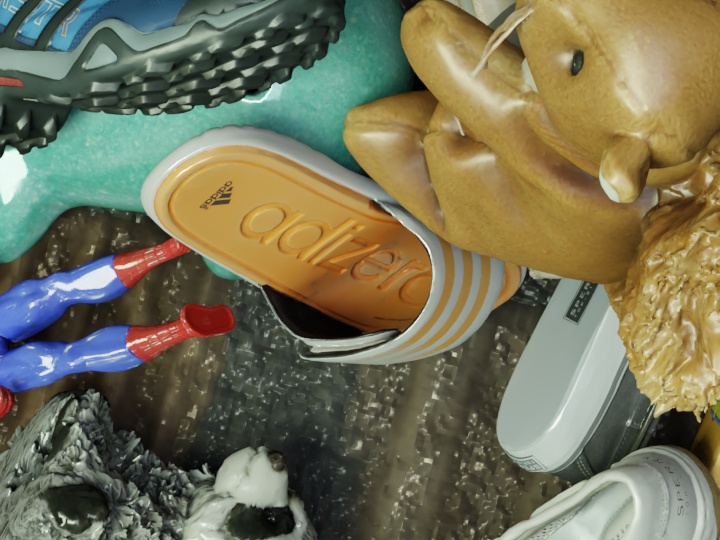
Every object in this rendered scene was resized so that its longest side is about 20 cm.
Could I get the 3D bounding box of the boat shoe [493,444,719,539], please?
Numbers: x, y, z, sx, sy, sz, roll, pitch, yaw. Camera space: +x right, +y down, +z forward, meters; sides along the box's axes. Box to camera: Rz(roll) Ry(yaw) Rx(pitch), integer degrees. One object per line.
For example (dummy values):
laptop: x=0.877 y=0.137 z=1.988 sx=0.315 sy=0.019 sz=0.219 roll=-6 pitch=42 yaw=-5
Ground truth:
boat shoe: x=0.060 y=0.144 z=1.141 sx=0.200 sy=0.069 sz=0.071 roll=-51 pitch=59 yaw=23

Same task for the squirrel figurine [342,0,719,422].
squirrel figurine: x=0.109 y=-0.046 z=1.010 sx=0.141 sy=0.187 sz=0.200 roll=-40 pitch=95 yaw=-14

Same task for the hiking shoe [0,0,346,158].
hiking shoe: x=-0.099 y=-0.101 z=1.044 sx=0.199 sy=0.074 sz=0.087 roll=-11 pitch=80 yaw=27

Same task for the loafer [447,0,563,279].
loafer: x=0.052 y=-0.092 z=1.139 sx=0.062 sy=0.072 sz=0.201 roll=-10 pitch=91 yaw=9

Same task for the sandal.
sandal: x=-0.006 y=0.005 z=1.095 sx=0.079 sy=0.206 sz=0.059 roll=-39 pitch=55 yaw=25

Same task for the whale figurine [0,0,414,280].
whale figurine: x=-0.076 y=-0.068 z=1.115 sx=0.199 sy=0.104 sz=0.160 roll=-20 pitch=99 yaw=2

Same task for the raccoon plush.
raccoon plush: x=-0.106 y=0.137 z=1.171 sx=0.134 sy=0.097 sz=0.200 roll=34 pitch=125 yaw=-19

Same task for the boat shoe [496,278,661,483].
boat shoe: x=0.131 y=0.002 z=1.155 sx=0.066 sy=0.070 sz=0.201 roll=27 pitch=92 yaw=-26

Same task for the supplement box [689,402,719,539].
supplement box: x=0.175 y=0.073 z=1.164 sx=0.068 sy=0.067 sz=0.201 roll=24 pitch=96 yaw=-3

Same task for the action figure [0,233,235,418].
action figure: x=-0.146 y=0.031 z=1.127 sx=0.199 sy=0.052 sz=0.066 roll=-23 pitch=75 yaw=29
